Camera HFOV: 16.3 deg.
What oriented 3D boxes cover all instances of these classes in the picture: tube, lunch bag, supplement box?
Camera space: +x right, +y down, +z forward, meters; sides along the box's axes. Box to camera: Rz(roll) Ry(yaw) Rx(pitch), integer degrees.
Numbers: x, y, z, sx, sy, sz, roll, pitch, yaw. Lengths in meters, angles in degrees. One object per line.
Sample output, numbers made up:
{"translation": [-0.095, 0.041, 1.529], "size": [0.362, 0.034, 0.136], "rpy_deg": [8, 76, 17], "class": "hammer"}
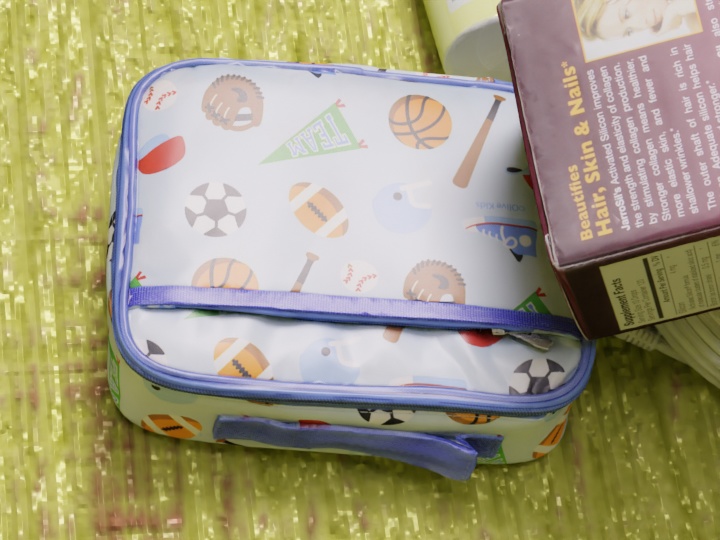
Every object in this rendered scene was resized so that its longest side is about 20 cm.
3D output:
{"translation": [0.043, -0.171, 1.116], "size": [0.058, 0.052, 0.201], "rpy_deg": [27, 40, -44], "class": "tube"}
{"translation": [0.000, 0.000, 0.984], "size": [0.199, 0.076, 0.161], "rpy_deg": [4, 60, -6], "class": "lunch bag"}
{"translation": [0.160, -0.059, 0.914], "size": [0.199, 0.086, 0.111], "rpy_deg": [-14, 67, 8], "class": "supplement box"}

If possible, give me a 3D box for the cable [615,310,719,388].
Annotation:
{"translation": [0.208, -0.023, 1.036], "size": [0.199, 0.069, 0.200], "rpy_deg": [30, 58, 9], "class": "cable"}
